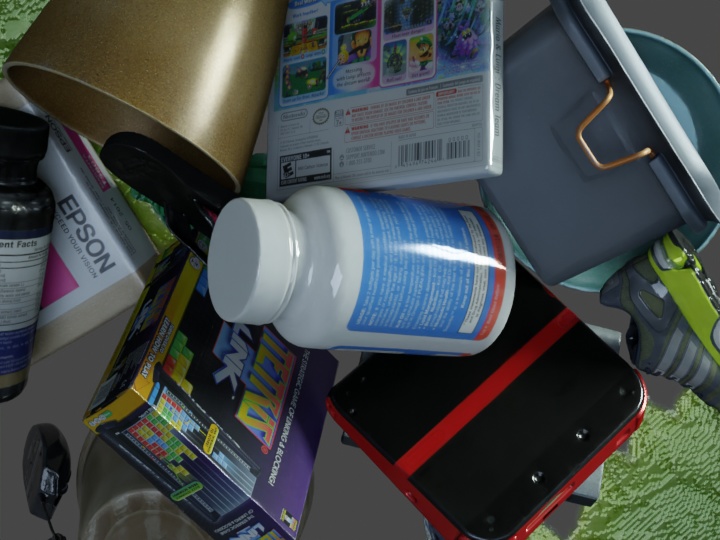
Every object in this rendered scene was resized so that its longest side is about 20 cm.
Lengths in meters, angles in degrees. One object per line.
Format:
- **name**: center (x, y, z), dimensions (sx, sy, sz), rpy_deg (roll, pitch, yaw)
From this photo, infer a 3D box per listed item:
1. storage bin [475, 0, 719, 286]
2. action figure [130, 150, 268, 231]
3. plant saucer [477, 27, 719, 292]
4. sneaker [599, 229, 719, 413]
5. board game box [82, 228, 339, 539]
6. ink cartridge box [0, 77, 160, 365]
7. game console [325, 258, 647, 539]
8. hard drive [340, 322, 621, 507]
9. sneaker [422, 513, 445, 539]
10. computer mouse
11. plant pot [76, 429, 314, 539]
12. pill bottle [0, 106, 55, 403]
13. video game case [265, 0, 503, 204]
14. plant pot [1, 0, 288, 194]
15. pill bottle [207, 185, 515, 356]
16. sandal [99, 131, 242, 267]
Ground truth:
- **storage bin**: center (0.149, -0.089, 0.940), dimensions (0.134, 0.146, 0.201), rpy_deg (-32, 99, 21)
- **action figure**: center (-0.086, -0.053, 1.035), dimensions (0.197, 0.055, 0.120), rpy_deg (9, 105, 9)
- **plant saucer**: center (0.188, -0.085, 1.019), dimensions (0.197, 0.036, 0.203), rpy_deg (1, 103, 4)
- **sneaker**: center (0.251, 0.059, 1.021), dimensions (0.080, 0.074, 0.201), rpy_deg (-25, 115, 20)
- **board game box**: center (-0.101, 0.087, 0.974), dimensions (0.056, 0.201, 0.165), rpy_deg (-33, 114, 28)
- **ink cartridge box**: center (-0.272, -0.033, 1.042), dimensions (0.164, 0.075, 0.201), rpy_deg (-30, 99, 11)
- **game console**: center (0.099, 0.098, 0.994), dimensions (0.199, 0.031, 0.177), rpy_deg (-39, 68, -22)
- **hard drive**: center (0.095, 0.091, 1.028), dimensions (0.198, 0.033, 0.141), rpy_deg (14, 63, 0)
- **sneaker**: center (0.081, 0.212, 1.068), dimensions (0.076, 0.085, 0.202), rpy_deg (-18, 102, 8)
- **computer mouse**: center (-0.235, 0.185, 1.036), dimensions (0.034, 0.200, 0.059), rpy_deg (11, 114, -25)
- **plant pot**: center (-0.142, 0.193, 1.034), dimensions (0.197, 0.174, 0.203), rpy_deg (1, 104, 4)
- **pill bottle**: center (-0.280, -0.014, 0.951), dimensions (0.110, 0.112, 0.202), rpy_deg (12, 103, 1)
- **video game case**: center (0.014, -0.147, 0.942), dimensions (0.198, 0.024, 0.184), rpy_deg (-5, 80, 38)
- **plant pot**: center (-0.126, -0.185, 0.951), dimensions (0.185, 0.186, 0.202), rpy_deg (27, 80, -3)
- **pill bottle**: center (0.000, 0.000, 0.924), dimensions (0.198, 0.112, 0.114), rpy_deg (6, 106, -31)
- **sandal**: center (-0.108, -0.029, 0.957), dimensions (0.199, 0.046, 0.075), rpy_deg (33, 149, -32)
